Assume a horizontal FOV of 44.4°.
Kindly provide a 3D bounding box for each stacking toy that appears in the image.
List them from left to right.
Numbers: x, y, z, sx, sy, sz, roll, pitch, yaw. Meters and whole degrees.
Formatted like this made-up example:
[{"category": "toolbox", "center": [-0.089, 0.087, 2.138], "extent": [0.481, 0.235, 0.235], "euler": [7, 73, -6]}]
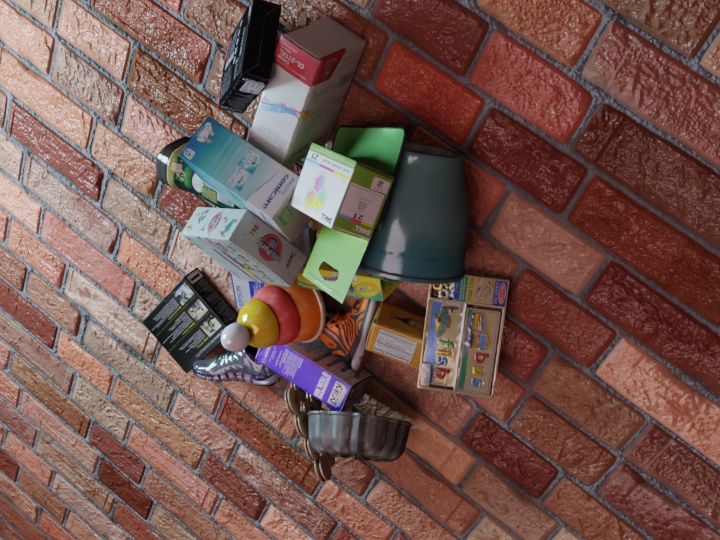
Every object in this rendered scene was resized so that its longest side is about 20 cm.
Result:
[{"category": "stacking toy", "center": [-0.172, 0.089, 1.569], "extent": [0.145, 0.199, 0.148], "euler": [20, 122, 37]}]

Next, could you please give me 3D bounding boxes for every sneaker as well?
[{"category": "sneaker", "center": [-0.254, 0.181, 1.815], "extent": [0.197, 0.074, 0.089], "euler": [3, 106, 14]}, {"category": "sneaker", "center": [-0.024, 0.089, 1.614], "extent": [0.111, 0.078, 0.202], "euler": [29, 126, 15]}]

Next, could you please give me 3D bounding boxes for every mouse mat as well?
[{"category": "mouse mat", "center": [-0.004, -0.146, 1.370], "extent": [0.199, 0.007, 0.163], "euler": [16, 90, 57]}]

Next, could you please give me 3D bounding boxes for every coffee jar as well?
[{"category": "coffee jar", "center": [-0.275, -0.175, 1.618], "extent": [0.198, 0.104, 0.086], "euler": [24, 125, 21]}]

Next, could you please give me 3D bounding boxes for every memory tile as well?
[{"category": "memory tile", "center": [-0.091, 0.296, 1.722], "extent": [0.017, 0.153, 0.202], "euler": [-17, 105, 16]}]

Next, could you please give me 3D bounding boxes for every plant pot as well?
[{"category": "plant pot", "center": [0.082, -0.100, 1.384], "extent": [0.198, 0.199, 0.191], "euler": [16, 108, 24]}]

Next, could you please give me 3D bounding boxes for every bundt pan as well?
[{"category": "bundt pan", "center": [-0.006, 0.312, 1.640], "extent": [0.200, 0.201, 0.077], "euler": [-2, 74, 33]}]

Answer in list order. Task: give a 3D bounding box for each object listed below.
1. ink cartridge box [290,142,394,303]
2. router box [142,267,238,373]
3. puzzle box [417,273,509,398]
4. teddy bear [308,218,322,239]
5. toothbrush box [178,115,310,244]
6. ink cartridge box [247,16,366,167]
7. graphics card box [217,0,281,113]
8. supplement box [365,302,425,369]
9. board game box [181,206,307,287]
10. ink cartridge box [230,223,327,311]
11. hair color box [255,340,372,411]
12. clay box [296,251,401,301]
[{"category": "ink cartridge box", "center": [-0.048, -0.073, 1.329], "extent": [0.147, 0.075, 0.202], "euler": [31, 101, 55]}, {"category": "router box", "center": [-0.355, 0.108, 1.849], "extent": [0.150, 0.051, 0.200], "euler": [49, 130, -1]}, {"category": "puzzle box", "center": [0.170, 0.105, 1.462], "extent": [0.131, 0.025, 0.203], "euler": [7, 97, 5]}, {"category": "teddy bear", "center": [-0.043, -0.134, 1.499], "extent": [0.200, 0.066, 0.147], "euler": [-46, 49, 45]}, {"category": "toothbrush box", "center": [-0.180, -0.147, 1.455], "extent": [0.199, 0.147, 0.086], "euler": [33, 83, 14]}, {"category": "ink cartridge box", "center": [-0.088, -0.286, 1.414], "extent": [0.082, 0.146, 0.201], "euler": [34, 127, 12]}, {"category": "graphics card box", "center": [-0.181, -0.339, 1.412], "extent": [0.200, 0.050, 0.127], "euler": [164, 116, -71]}, {"category": "supplement box", "center": [0.112, 0.129, 1.525], "extent": [0.198, 0.067, 0.069], "euler": [23, 125, 3]}, {"category": "board game box", "center": [-0.205, -0.042, 1.535], "extent": [0.147, 0.065, 0.199], "euler": [39, 163, -31]}, {"category": "ink cartridge box", "center": [-0.161, -0.007, 1.675], "extent": [0.198, 0.047, 0.200], "euler": [11, 121, 30]}, {"category": "hair color box", "center": [-0.087, 0.183, 1.673], "extent": [0.198, 0.109, 0.065], "euler": [28, 105, 19]}, {"category": "clay box", "center": [0.000, 0.000, 1.528], "extent": [0.198, 0.115, 0.048], "euler": [10, 120, 28]}]
